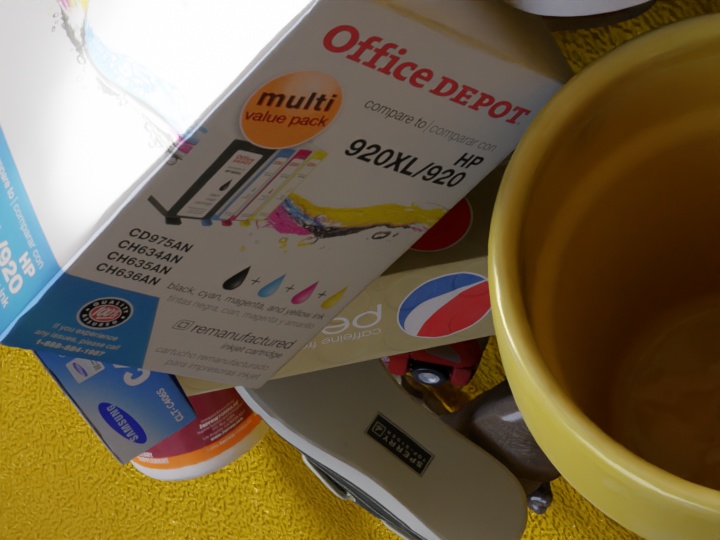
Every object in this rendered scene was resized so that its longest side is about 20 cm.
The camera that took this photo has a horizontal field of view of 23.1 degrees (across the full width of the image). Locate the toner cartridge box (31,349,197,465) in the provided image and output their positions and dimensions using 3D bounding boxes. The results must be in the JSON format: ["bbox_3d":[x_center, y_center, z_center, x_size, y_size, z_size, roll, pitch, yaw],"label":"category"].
[{"bbox_3d":[-0.145,-0.007,0.830,0.200,0.043,0.095,53,175,48],"label":"toner cartridge box"}]

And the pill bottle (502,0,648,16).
[{"bbox_3d":[0.066,-0.196,0.599,0.116,0.116,0.200,20,140,43],"label":"pill bottle"}]

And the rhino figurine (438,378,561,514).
[{"bbox_3d":[0.094,0.083,0.924,0.200,0.087,0.060,134,139,-61],"label":"rhino figurine"}]

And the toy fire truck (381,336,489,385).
[{"bbox_3d":[-0.025,-0.002,0.938,0.200,0.049,0.141,11,152,2],"label":"toy fire truck"}]

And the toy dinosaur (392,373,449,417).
[{"bbox_3d":[0.035,0.088,1.041,0.200,0.058,0.101,47,-164,32],"label":"toy dinosaur"}]

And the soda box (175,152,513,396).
[{"bbox_3d":[0.000,0.000,0.849,0.068,0.200,0.064,91,165,-52],"label":"soda box"}]

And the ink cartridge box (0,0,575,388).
[{"bbox_3d":[-0.050,-0.075,0.694,0.200,0.147,0.145,-43,55,26],"label":"ink cartridge box"}]

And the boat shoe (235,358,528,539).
[{"bbox_3d":[-0.005,0.082,0.906,0.200,0.071,0.064,43,155,0],"label":"boat shoe"}]

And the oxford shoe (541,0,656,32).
[{"bbox_3d":[0.058,-0.130,0.770,0.200,0.070,0.075,17,165,43],"label":"oxford shoe"}]

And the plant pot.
[{"bbox_3d":[0.156,0.030,0.691,0.201,0.201,0.189,37,166,22],"label":"plant pot"}]

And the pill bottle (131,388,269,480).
[{"bbox_3d":[-0.141,0.033,1.187,0.114,0.114,0.200,16,138,46],"label":"pill bottle"}]
